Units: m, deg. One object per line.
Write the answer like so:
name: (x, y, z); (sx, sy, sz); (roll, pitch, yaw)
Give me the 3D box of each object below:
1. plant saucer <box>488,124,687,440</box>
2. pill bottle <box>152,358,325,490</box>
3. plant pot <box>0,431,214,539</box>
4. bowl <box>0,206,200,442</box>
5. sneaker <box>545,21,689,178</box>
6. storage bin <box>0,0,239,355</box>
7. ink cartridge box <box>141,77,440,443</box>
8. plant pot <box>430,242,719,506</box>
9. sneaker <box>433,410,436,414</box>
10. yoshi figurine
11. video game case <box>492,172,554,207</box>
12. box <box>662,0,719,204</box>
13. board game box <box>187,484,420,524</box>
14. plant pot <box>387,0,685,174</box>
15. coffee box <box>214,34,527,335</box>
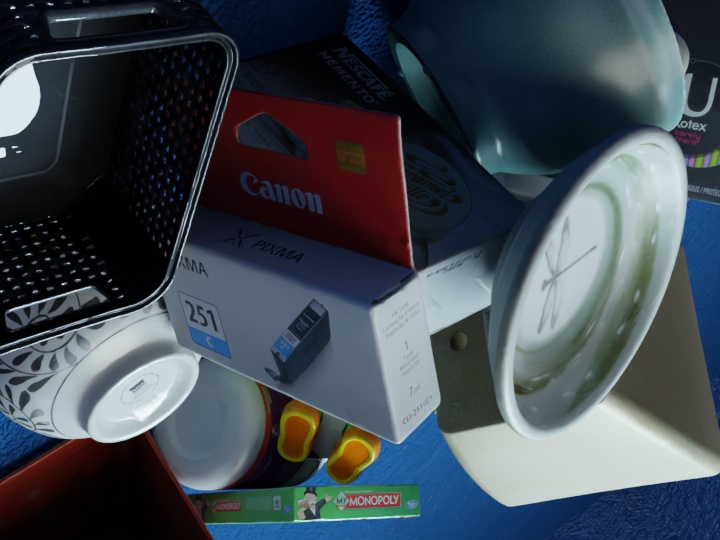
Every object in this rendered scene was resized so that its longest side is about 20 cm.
plant saucer: (0.130, 0.003, 0.616); (0.199, 0.050, 0.203); (-30, 133, -37)
pill bottle: (-0.097, 0.147, 0.939); (0.113, 0.113, 0.200); (-46, 155, 10)
plant pot: (-0.233, 0.274, 0.871); (0.198, 0.201, 0.177); (-30, 164, -21)
bowl: (-0.175, 0.057, 0.705); (0.199, 0.094, 0.202); (-32, 153, -18)
sneaker: (0.203, -0.130, 0.853); (0.200, 0.075, 0.085); (-45, -175, 36)
storage bin: (-0.161, -0.064, 0.532); (0.134, 0.094, 0.201); (-19, 146, -40)
ink cartridge box: (-0.052, -0.012, 0.578); (0.045, 0.198, 0.178); (-35, 127, -37)
plant pot: (0.151, 0.066, 0.799); (0.198, 0.203, 0.176); (-17, 156, 29)
sneaker: (0.059, 0.116, 1.036); (0.199, 0.082, 0.078); (-39, 150, -12)
yoshi figurine: (-0.001, 0.095, 0.913); (0.111, 0.114, 0.200); (-17, -162, 22)
video game case: (0.113, -0.046, 0.845); (0.180, 0.022, 0.199); (9, 168, -37)
box: (0.313, -0.168, 0.898); (0.106, 0.121, 0.203); (-30, 130, -69)
board game box: (-0.060, 0.209, 0.896); (0.133, 0.030, 0.199); (9, 163, -37)
plant pot: (0.101, -0.145, 0.674); (0.133, 0.202, 0.201); (-31, 155, -1)
coffee box: (-0.001, -0.054, 0.649); (0.113, 0.200, 0.080); (-21, 147, -34)
